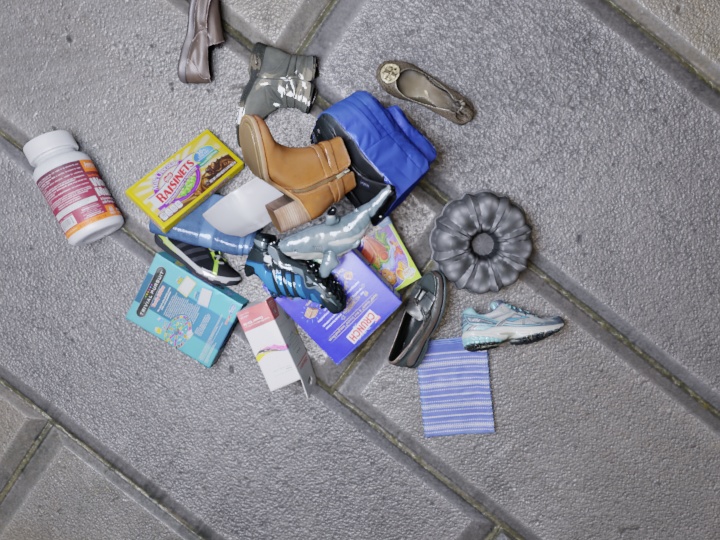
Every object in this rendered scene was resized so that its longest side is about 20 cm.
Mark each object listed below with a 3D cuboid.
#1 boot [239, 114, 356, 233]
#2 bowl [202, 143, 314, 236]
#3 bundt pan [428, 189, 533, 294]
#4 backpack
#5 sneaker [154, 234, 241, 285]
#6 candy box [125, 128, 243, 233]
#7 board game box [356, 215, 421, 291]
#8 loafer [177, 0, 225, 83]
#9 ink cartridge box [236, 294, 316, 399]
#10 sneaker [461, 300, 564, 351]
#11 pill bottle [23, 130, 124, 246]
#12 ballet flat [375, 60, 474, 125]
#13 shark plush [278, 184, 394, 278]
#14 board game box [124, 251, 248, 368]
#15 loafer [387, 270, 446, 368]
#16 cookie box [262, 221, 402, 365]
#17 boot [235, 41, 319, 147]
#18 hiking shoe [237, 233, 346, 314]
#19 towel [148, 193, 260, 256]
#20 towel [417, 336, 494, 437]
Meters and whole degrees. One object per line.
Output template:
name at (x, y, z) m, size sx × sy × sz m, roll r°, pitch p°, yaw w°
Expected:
boot at (-0.091, -0.171, 0.827) m, size 0.154 × 0.074 × 0.201 m, roll -33°, pitch 135°, yaw -19°
bowl at (-0.163, -0.130, 0.950) m, size 0.200 × 0.199 × 0.075 m, roll -40°, pitch 105°, yaw -28°
bundt pan at (0.227, -0.049, 1.003) m, size 0.199 × 0.076 × 0.205 m, roll 1°, pitch 98°, yaw 6°
backpack at (0.017, -0.209, 0.959) m, size 0.200 × 0.163 × 0.168 m, roll 46°, pitch 61°, yaw 2°
sneaker at (-0.312, -0.046, 1.056) m, size 0.199 × 0.072 × 0.083 m, roll 33°, pitch 98°, yaw 0°
candy box at (-0.324, -0.170, 1.009) m, size 0.102 × 0.026 × 0.200 m, roll 41°, pitch 67°, yaw 6°
board game box at (0.000, 0.000, 1.045) m, size 0.199 × 0.045 × 0.135 m, roll -30°, pitch 94°, yaw 8°
loafer at (-0.283, -0.443, 1.006) m, size 0.070 × 0.073 × 0.202 m, roll 15°, pitch 104°, yaw -7°
ink cartridge box at (-0.156, 0.151, 1.044) m, size 0.067 × 0.116 × 0.202 m, roll -23°, pitch 95°, yaw 7°
sneaker at (0.285, 0.093, 1.016) m, size 0.197 × 0.078 × 0.087 m, roll -6°, pitch 70°, yaw -6°
pill bottle at (-0.554, -0.158, 1.044) m, size 0.109 × 0.110 × 0.202 m, roll -27°, pitch 95°, yaw 8°
ballet flat at (0.118, -0.327, 0.989) m, size 0.199 × 0.046 × 0.068 m, roll 30°, pitch 99°, yaw 1°
shark plush at (-0.031, -0.065, 0.861) m, size 0.198 × 0.092 × 0.083 m, roll -24°, pitch 135°, yaw 24°
board game box at (-0.348, 0.078, 1.088) m, size 0.199 × 0.047 × 0.152 m, roll 31°, pitch 100°, yaw 1°
loafer at (0.106, 0.095, 1.022) m, size 0.062 × 0.072 × 0.202 m, roll 5°, pitch 108°, yaw -35°
cookie box at (-0.049, 0.040, 0.994) m, size 0.171 × 0.075 × 0.200 m, roll -44°, pitch 90°, yaw 10°
boot at (-0.153, -0.314, 1.010) m, size 0.129 × 0.068 × 0.202 m, roll 15°, pitch 100°, yaw -3°
hiking shoe at (-0.112, 0.020, 0.931) m, size 0.199 × 0.074 × 0.087 m, roll 37°, pitch 107°, yaw 12°
towel at (-0.290, -0.094, 1.029) m, size 0.198 × 0.049 × 0.113 m, roll 15°, pitch 63°, yaw -6°
towel at (0.188, 0.231, 1.070) m, size 0.143 × 0.024 × 0.203 m, roll -6°, pitch 97°, yaw 7°
